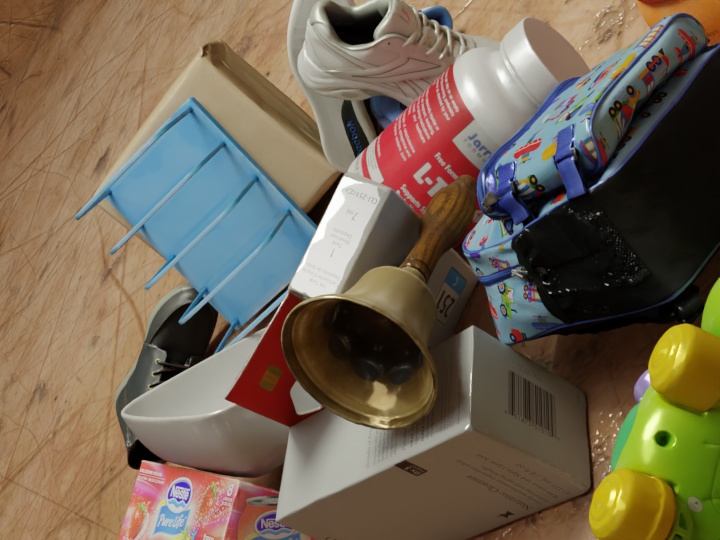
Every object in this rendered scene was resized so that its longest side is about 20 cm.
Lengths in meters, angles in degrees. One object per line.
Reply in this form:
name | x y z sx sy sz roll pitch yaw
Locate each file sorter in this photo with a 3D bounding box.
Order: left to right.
file sorter | -0.152 -0.037 1.152 0.139 0.200 0.123 -41 9 18

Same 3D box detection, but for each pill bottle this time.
pill bottle | 0.089 -0.103 0.956 0.200 0.112 0.113 -42 33 32

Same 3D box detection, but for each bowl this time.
bowl | -0.081 0.109 1.017 0.199 0.075 0.199 -30 13 -33

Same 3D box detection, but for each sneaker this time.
sneaker | -0.199 0.115 1.281 0.201 0.074 0.106 -61 30 26
sneaker | -0.026 -0.205 1.174 0.073 0.201 0.112 -7 32 5
sneaker | 0.044 -0.189 1.031 0.100 0.199 0.078 95 179 -62
sneaker | 0.058 -0.178 1.122 0.082 0.074 0.201 -40 35 29

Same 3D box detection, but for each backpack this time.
backpack | 0.147 -0.044 0.758 0.183 0.135 0.200 -45 9 -31

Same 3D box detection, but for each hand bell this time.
hand bell | 0.037 -0.001 0.793 0.104 0.104 0.200 -31 17 43

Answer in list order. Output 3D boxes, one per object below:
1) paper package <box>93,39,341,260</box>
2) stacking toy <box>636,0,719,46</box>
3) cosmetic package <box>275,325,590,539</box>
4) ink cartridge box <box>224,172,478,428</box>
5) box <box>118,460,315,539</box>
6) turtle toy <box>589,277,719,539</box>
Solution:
paper package | -0.143 -0.102 1.251 0.200 0.190 0.104 -48 8 18
stacking toy | 0.202 -0.248 0.812 0.146 0.199 0.147 -38 35 34
cosmetic package | 0.045 0.128 0.819 0.200 0.113 0.082 -36 36 40
ink cartridge box | 0.004 0.045 0.880 0.045 0.200 0.177 24 84 29
box | -0.115 0.223 0.999 0.200 0.102 0.095 -6 65 58
turtle toy | 0.193 0.086 0.607 0.201 0.145 0.101 -65 8 -11
